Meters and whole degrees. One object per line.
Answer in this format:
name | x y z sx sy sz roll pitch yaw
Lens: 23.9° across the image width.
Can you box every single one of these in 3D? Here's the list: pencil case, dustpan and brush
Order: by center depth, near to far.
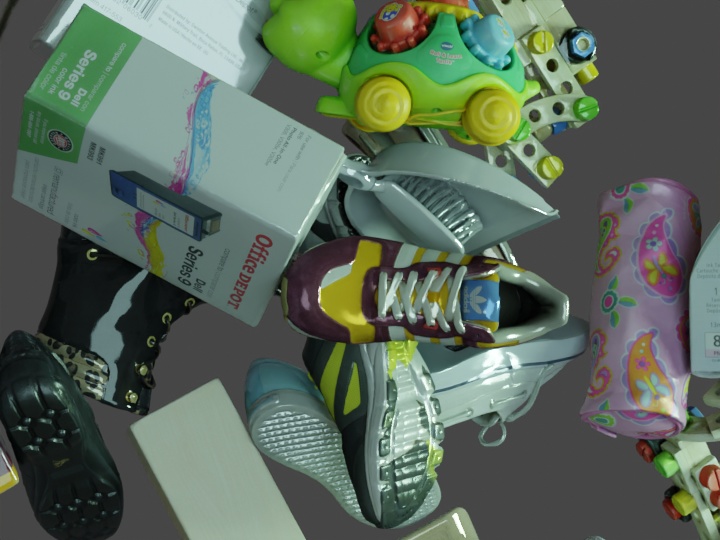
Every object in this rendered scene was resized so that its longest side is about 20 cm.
dustpan and brush | 0.022 -0.057 1.181 0.200 0.139 0.057 39 53 -22
pencil case | 0.218 0.028 1.319 0.087 0.087 0.201 12 71 -17

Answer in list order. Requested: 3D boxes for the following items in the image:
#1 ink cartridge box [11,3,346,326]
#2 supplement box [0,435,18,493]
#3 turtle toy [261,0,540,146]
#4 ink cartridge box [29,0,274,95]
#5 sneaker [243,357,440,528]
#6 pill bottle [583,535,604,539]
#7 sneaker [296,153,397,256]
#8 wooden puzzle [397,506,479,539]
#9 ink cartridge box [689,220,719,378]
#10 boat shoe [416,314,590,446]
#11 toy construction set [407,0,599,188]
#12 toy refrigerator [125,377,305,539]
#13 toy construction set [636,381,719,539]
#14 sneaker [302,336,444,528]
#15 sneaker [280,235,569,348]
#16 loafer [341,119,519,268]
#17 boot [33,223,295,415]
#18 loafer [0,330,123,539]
ink cartridge box | -0.125 -0.066 1.141 0.199 0.145 0.088 27 61 -3
supplement box | -0.320 0.070 1.169 0.085 0.110 0.201 -27 101 -13
turtle toy | 0.029 -0.145 1.184 0.199 0.146 0.102 7 94 -6
ink cartridge box | -0.122 -0.204 1.225 0.146 0.086 0.201 35 82 -17
sneaker | -0.012 0.124 1.291 0.074 0.082 0.200 -36 130 16
pill bottle | 0.113 0.281 1.276 0.199 0.112 0.113 -26 101 -18
sneaker | 0.000 0.000 1.293 0.074 0.080 0.201 -41 122 -40
wooden puzzle | 0.030 0.307 1.330 0.199 0.046 0.186 -27 101 -18
ink cartridge box | 0.291 -0.026 1.329 0.057 0.162 0.202 -4 93 22
boat shoe | 0.098 0.091 1.308 0.201 0.074 0.087 -16 118 -40
toy construction set | 0.112 -0.164 1.303 0.131 0.092 0.201 -36 114 -11
toy refrigerator | -0.093 0.187 1.249 0.076 0.070 0.201 -28 86 -14
toy construction set | 0.289 0.172 1.338 0.092 0.131 0.201 -19 113 -17
sneaker | 0.004 0.083 1.212 0.074 0.084 0.202 3 81 -48
sneaker | 0.045 0.015 1.131 0.199 0.090 0.076 0 90 -32
loafer | 0.057 -0.044 1.301 0.063 0.072 0.201 -32 94 -11
boot | -0.140 0.032 1.241 0.199 0.073 0.151 21 86 -13
loafer | -0.211 0.122 1.198 0.068 0.071 0.201 -15 137 -4
